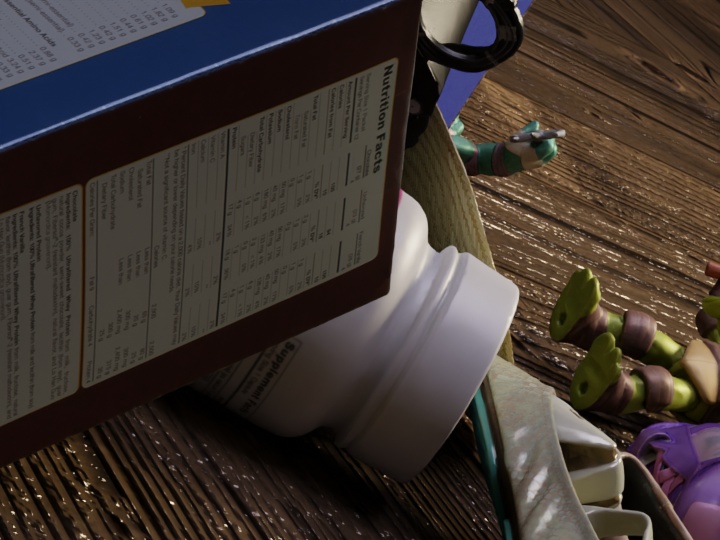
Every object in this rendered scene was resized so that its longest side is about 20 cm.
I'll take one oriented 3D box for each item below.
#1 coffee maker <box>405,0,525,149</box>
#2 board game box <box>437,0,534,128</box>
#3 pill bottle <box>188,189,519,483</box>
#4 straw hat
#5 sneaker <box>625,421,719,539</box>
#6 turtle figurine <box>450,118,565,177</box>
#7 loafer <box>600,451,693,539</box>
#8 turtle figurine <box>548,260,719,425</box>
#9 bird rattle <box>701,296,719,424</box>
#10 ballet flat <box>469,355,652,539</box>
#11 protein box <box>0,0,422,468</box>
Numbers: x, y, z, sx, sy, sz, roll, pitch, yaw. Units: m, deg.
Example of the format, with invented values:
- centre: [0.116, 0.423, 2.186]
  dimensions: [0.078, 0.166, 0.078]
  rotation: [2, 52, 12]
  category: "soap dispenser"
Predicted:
- centre: [0.010, -0.142, 1.222]
  dimensions: [0.191, 0.135, 0.200]
  rotation: [3, 42, 22]
  category: "coffee maker"
- centre: [-0.013, -0.176, 1.579]
  dimensions: [0.200, 0.160, 0.097]
  rotation: [23, -19, 35]
  category: "board game box"
- centre: [-0.044, -0.003, 1.149]
  dimensions: [0.200, 0.114, 0.113]
  rotation: [31, 14, -6]
  category: "pill bottle"
- centre: [0.000, 0.000, 1.278]
  dimensions: [0.085, 0.202, 0.201]
  rotation: [-17, 28, -9]
  category: "straw hat"
- centre: [0.154, 0.107, 1.287]
  dimensions: [0.088, 0.081, 0.200]
  rotation: [30, 7, 14]
  category: "sneaker"
- centre: [0.030, -0.096, 1.661]
  dimensions: [0.150, 0.101, 0.200]
  rotation: [48, -6, -9]
  category: "turtle figurine"
- centre: [0.128, 0.143, 1.117]
  dimensions: [0.072, 0.063, 0.200]
  rotation: [22, 17, -36]
  category: "loafer"
- centre: [0.179, 0.051, 1.516]
  dimensions: [0.161, 0.064, 0.201]
  rotation: [18, 51, -27]
  category: "turtle figurine"
- centre: [0.256, 0.035, 1.394]
  dimensions: [0.163, 0.200, 0.113]
  rotation: [-4, 70, -24]
  category: "bird rattle"
- centre: [0.082, 0.099, 1.122]
  dimensions: [0.062, 0.068, 0.200]
  rotation: [-10, 34, 1]
  category: "ballet flat"
- centre: [-0.119, -0.061, 0.967]
  dimensions: [0.200, 0.135, 0.198]
  rotation: [-23, 48, -31]
  category: "protein box"
